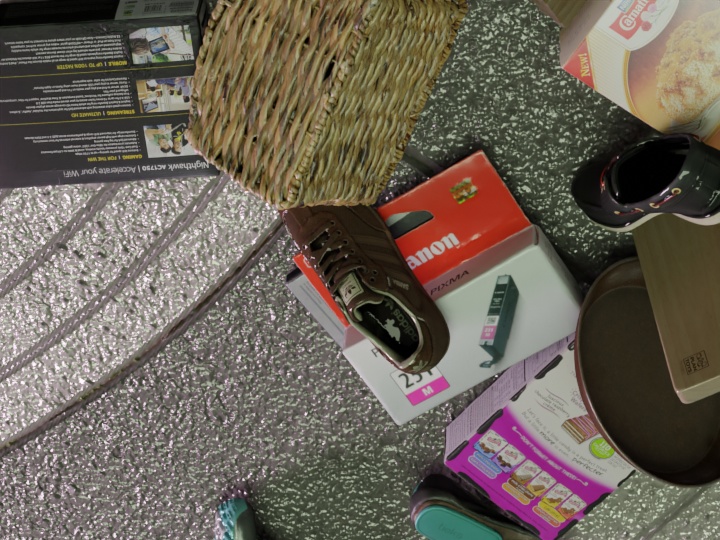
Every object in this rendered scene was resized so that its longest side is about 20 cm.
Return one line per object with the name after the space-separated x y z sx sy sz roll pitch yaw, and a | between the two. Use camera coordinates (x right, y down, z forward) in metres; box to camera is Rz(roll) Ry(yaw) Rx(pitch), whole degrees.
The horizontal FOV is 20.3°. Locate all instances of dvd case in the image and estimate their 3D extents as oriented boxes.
0.058 0.008 1.737 0.199 0.025 0.150 -33 114 20 | dvd case

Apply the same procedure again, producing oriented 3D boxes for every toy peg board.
0.345 0.019 1.639 0.198 0.201 0.098 -24 131 16 | toy peg board

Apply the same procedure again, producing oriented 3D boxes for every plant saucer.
0.251 0.088 1.693 0.200 0.201 0.034 37 144 -17 | plant saucer

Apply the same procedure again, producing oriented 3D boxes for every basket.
-0.035 -0.163 1.603 0.142 0.149 0.201 33 111 26 | basket

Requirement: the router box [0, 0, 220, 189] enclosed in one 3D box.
-0.218 -0.147 1.646 0.198 0.051 0.150 -3 121 5 | router box

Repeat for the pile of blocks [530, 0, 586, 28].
0.171 -0.292 1.549 0.062 0.082 0.201 36 113 31 | pile of blocks

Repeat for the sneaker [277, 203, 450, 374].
0.000 0.000 1.659 0.070 0.076 0.200 -43 87 18 | sneaker

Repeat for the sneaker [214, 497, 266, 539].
-0.084 0.291 1.890 0.090 0.078 0.201 -14 123 -7 | sneaker

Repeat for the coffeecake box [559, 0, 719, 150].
0.281 -0.181 1.589 0.199 0.073 0.154 30 118 -13 | coffeecake box

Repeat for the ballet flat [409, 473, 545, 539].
0.131 0.247 1.844 0.199 0.069 0.068 37 116 -17 | ballet flat

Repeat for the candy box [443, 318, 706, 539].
0.188 0.132 1.780 0.136 0.061 0.200 38 115 -17 | candy box

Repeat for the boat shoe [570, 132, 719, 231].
0.225 -0.074 1.599 0.063 0.201 0.074 30 79 -23 | boat shoe

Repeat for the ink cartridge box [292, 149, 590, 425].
0.068 0.017 1.704 0.199 0.044 0.174 -29 116 18 | ink cartridge box
